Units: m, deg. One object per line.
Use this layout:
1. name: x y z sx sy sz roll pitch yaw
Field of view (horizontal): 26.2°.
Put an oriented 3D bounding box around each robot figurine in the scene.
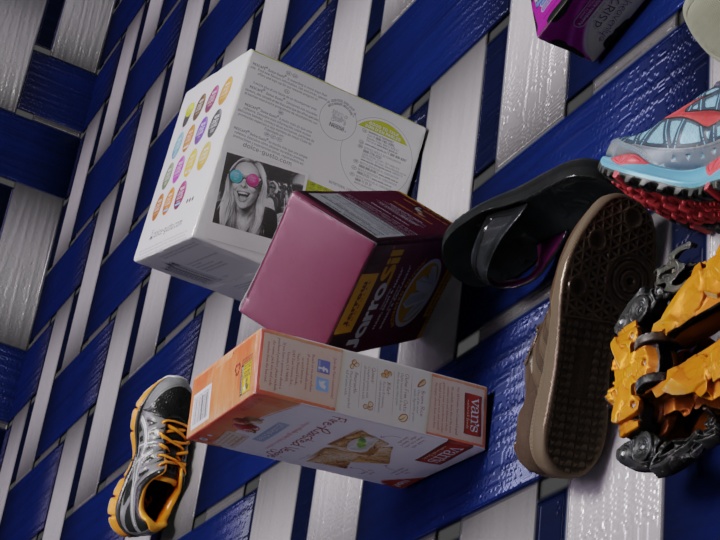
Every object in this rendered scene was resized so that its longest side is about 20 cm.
1. robot figurine: 0.217 0.043 0.904 0.200 0.058 0.145 -42 34 49

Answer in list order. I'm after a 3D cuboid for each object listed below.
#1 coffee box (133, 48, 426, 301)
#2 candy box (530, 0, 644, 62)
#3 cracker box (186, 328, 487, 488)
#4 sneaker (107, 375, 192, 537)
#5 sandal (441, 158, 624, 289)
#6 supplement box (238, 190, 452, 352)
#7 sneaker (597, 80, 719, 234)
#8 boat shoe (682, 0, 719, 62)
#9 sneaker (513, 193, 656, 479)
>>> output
1. coffee box: -0.083 -0.077 1.547 0.200 0.200 0.198 -14 58 65
2. candy box: 0.193 -0.285 1.257 0.136 0.061 0.200 -52 28 38
3. cracker box: -0.018 0.113 1.213 0.134 0.200 0.058 -37 43 55
4. sneaker: -0.234 0.223 1.834 0.077 0.078 0.200 1 75 54
5. sandal: 0.122 -0.024 1.170 0.200 0.075 0.048 -37 34 53
6. supplement box: 0.000 0.000 1.282 0.200 0.086 0.110 -7 -54 -64
7. sneaker: 0.234 -0.077 0.973 0.200 0.079 0.096 9 70 60
8. boat shoe: 0.276 -0.180 0.981 0.068 0.072 0.200 -35 3 -19
9. sneaker: 0.143 0.043 1.067 0.076 0.070 0.200 -6 65 68
